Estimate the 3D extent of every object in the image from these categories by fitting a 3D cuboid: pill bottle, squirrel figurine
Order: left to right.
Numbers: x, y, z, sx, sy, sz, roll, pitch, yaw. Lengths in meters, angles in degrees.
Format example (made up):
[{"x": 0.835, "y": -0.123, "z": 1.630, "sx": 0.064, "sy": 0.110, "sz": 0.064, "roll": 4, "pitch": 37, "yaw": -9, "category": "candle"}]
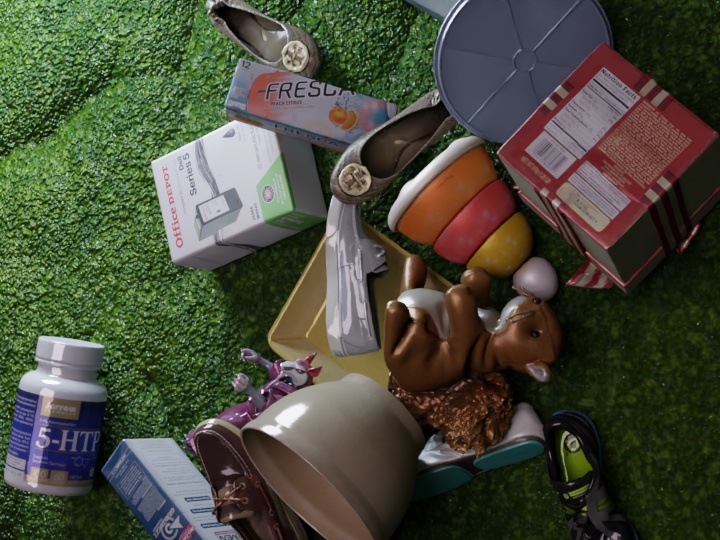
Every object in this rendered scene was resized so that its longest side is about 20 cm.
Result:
[{"x": -0.406, "y": 0.194, "z": 1.816, "sx": 0.120, "sy": 0.120, "sz": 0.200, "roll": 9, "pitch": 90, "yaw": 33, "category": "pill bottle"}, {"x": 0.125, "y": 0.096, "z": 1.469, "sx": 0.186, "sy": 0.142, "sz": 0.200, "roll": 6, "pitch": 108, "yaw": 9, "category": "squirrel figurine"}]

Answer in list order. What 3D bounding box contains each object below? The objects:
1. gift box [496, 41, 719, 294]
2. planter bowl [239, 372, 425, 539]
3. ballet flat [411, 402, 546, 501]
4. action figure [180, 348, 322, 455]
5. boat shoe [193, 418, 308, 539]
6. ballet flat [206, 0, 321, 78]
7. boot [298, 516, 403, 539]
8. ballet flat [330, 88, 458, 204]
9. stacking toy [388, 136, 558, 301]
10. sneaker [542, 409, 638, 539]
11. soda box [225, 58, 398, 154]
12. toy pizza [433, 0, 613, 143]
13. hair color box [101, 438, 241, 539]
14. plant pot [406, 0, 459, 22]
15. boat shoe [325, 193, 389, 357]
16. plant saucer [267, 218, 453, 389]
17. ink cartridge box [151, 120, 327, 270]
[{"x": 0.251, "y": -0.094, "z": 1.392, "sx": 0.200, "sy": 0.187, "sz": 0.185, "roll": -42, "pitch": 66, "yaw": 5, "category": "gift box"}, {"x": -0.015, "y": 0.198, "z": 1.474, "sx": 0.200, "sy": 0.200, "sz": 0.135, "roll": 30, "pitch": 63, "yaw": 31, "category": "planter bowl"}, {"x": 0.119, "y": 0.203, "z": 1.525, "sx": 0.200, "sy": 0.069, "sz": 0.070, "roll": -25, "pitch": 72, "yaw": 23, "category": "ballet flat"}, {"x": -0.112, "y": 0.174, "z": 1.600, "sx": 0.200, "sy": 0.134, "sz": 0.149, "roll": -37, "pitch": 99, "yaw": 23, "category": "action figure"}, {"x": -0.133, "y": 0.264, "z": 1.542, "sx": 0.072, "sy": 0.072, "sz": 0.200, "roll": -24, "pitch": 101, "yaw": 28, "category": "boat shoe"}, {"x": -0.130, "y": -0.305, "z": 1.731, "sx": 0.200, "sy": 0.046, "sz": 0.067, "roll": 38, "pitch": 105, "yaw": 29, "category": "ballet flat"}, {"x": -0.037, "y": 0.307, "z": 1.604, "sx": 0.162, "sy": 0.073, "sz": 0.199, "roll": 15, "pitch": 92, "yaw": 37, "category": "boot"}, {"x": 0.048, "y": -0.149, "z": 1.557, "sx": 0.200, "sy": 0.046, "sz": 0.067, "roll": -37, "pitch": 92, "yaw": -12, "category": "ballet flat"}, {"x": 0.142, "y": -0.037, "z": 1.511, "sx": 0.200, "sy": 0.146, "sz": 0.146, "roll": 47, "pitch": 110, "yaw": 9, "category": "stacking toy"}, {"x": 0.236, "y": 0.246, "z": 1.428, "sx": 0.071, "sy": 0.083, "sz": 0.200, "roll": -25, "pitch": 72, "yaw": 28, "category": "sneaker"}, {"x": -0.059, "y": -0.190, "z": 1.611, "sx": 0.200, "sy": 0.068, "sz": 0.064, "roll": 16, "pitch": 83, "yaw": -1, "category": "soda box"}, {"x": 0.178, "y": -0.236, "z": 1.482, "sx": 0.200, "sy": 0.200, "sz": 0.032, "roll": -50, "pitch": 21, "yaw": 18, "category": "toy pizza"}, {"x": -0.229, "y": 0.301, "z": 1.704, "sx": 0.200, "sy": 0.100, "sz": 0.061, "roll": 45, "pitch": 108, "yaw": 28, "category": "hair color box"}, {"x": 0.110, "y": -0.353, "z": 1.545, "sx": 0.200, "sy": 0.141, "sz": 0.141, "roll": 45, "pitch": 108, "yaw": 22, "category": "plant pot"}, {"x": 0.000, "y": 0.000, "z": 1.566, "sx": 0.071, "sy": 0.070, "sz": 0.201, "roll": -2, "pitch": 81, "yaw": 11, "category": "boat shoe"}, {"x": 0.009, "y": 0.058, "z": 1.612, "sx": 0.200, "sy": 0.048, "sz": 0.200, "roll": 37, "pitch": 104, "yaw": 29, "category": "plant saucer"}, {"x": -0.156, "y": -0.102, "z": 1.712, "sx": 0.200, "sy": 0.084, "sz": 0.146, "roll": -22, "pitch": 73, "yaw": 28, "category": "ink cartridge box"}]
